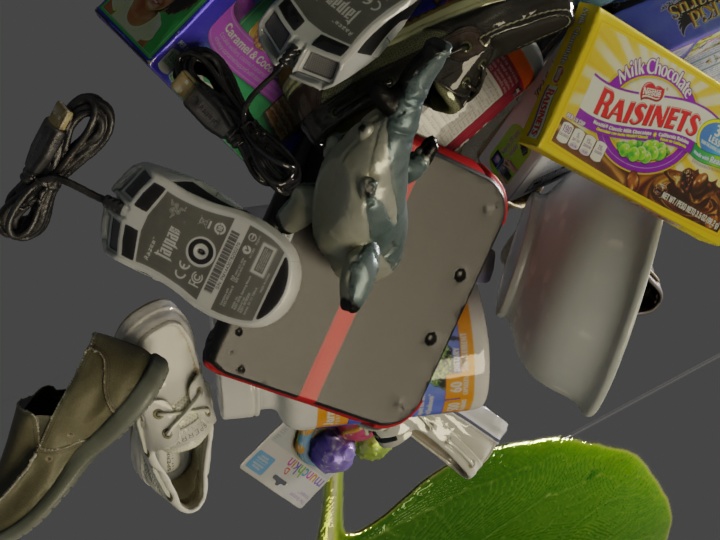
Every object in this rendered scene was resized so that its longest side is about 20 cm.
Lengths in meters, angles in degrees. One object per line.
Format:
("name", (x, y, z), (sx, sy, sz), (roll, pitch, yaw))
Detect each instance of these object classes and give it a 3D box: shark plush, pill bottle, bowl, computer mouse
("shark plush", (0.012, -0.070, 1.401), (0.083, 0.091, 0.201), (-14, 129, -35))
("pill bottle", (-0.010, 0.060, 1.650), (0.199, 0.112, 0.112), (-7, 136, -8))
("pill bottle", (0.023, -0.117, 1.547), (0.200, 0.110, 0.110), (-42, 146, -4))
("bowl", (0.156, 0.000, 1.622), (0.201, 0.090, 0.202), (-163, -90, -89))
("computer mouse", (-0.021, -0.146, 1.364), (0.200, 0.110, 0.044), (-45, 164, -14))
("computer mouse", (-0.128, -0.028, 1.423), (0.110, 0.199, 0.044), (-62, 175, 11))

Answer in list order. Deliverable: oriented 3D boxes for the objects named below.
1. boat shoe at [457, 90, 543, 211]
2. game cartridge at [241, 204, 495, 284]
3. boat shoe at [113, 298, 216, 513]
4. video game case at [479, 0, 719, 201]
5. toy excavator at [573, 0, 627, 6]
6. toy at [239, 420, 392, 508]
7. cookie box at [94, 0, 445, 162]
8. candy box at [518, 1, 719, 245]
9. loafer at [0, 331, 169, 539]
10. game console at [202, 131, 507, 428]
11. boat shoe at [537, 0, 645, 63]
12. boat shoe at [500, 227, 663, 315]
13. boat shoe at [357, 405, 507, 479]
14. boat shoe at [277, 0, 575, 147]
("boat shoe", (0.111, -0.083, 1.711), (0.074, 0.066, 0.201), (-6, 129, -41))
("game cartridge", (-0.016, -0.014, 1.596), (0.199, 0.129, 0.039), (-8, 113, -41))
("boat shoe", (-0.137, 0.105, 1.644), (0.071, 0.069, 0.200), (-28, 141, -19))
("video game case", (0.202, -0.142, 1.597), (0.199, 0.046, 0.181), (-25, 165, -28))
("toy excavator", (0.123, -0.223, 1.482), (0.200, 0.100, 0.195), (-62, 140, -26))
("toy", (0.005, 0.123, 1.831), (0.200, 0.047, 0.115), (-46, 144, 1))
("cookie box", (-0.047, -0.182, 1.438), (0.200, 0.075, 0.171), (-46, 145, 0))
("candy box", (0.198, -0.097, 1.493), (0.200, 0.026, 0.103), (24, 87, -40))
("loafer", (-0.222, 0.117, 1.583), (0.200, 0.070, 0.075), (-46, -169, 15))
("game console", (0.000, 0.000, 1.498), (0.176, 0.031, 0.201), (22, 95, -31))
("boat shoe", (0.205, -0.210, 1.641), (0.200, 0.073, 0.075), (-39, 172, -8))
("boat shoe", (0.198, -0.004, 1.878), (0.200, 0.073, 0.075), (8, 119, -50))
("boat shoe", (0.029, 0.108, 1.767), (0.200, 0.071, 0.070), (33, 83, -32))
("boat shoe", (0.049, -0.130, 1.418), (0.200, 0.066, 0.072), (-18, 166, -6))
